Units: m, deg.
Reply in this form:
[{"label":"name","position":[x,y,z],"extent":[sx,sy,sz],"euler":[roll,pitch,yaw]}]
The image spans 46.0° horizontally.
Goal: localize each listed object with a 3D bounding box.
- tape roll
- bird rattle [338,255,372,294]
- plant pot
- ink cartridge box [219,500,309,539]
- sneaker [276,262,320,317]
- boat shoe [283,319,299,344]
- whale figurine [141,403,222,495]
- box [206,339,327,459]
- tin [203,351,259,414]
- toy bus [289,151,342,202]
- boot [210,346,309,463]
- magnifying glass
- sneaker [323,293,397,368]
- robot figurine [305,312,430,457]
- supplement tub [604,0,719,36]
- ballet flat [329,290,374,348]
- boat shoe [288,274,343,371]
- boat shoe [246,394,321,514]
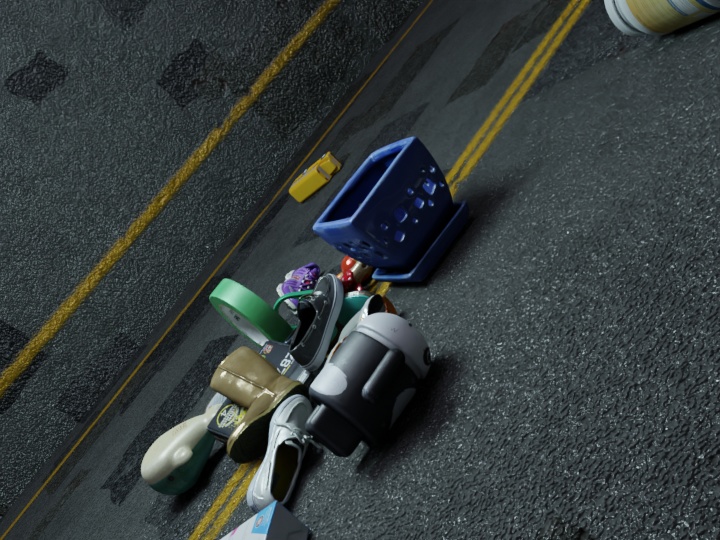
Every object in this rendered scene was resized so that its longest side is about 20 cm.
[{"label":"tape roll","position":[-0.219,0.100,1.738],"extent":[0.048,0.200,0.200],"euler":[-52,17,-17]},{"label":"bird rattle","position":[0.000,0.000,1.662],"extent":[0.202,0.111,0.163],"euler":[-63,6,-7]},{"label":"plant pot","position":[0.062,-0.092,1.492],"extent":[0.201,0.180,0.199],"euler":[-52,16,-16]},{"label":"ink cartridge box","position":[-0.163,0.406,1.111],"extent":[0.199,0.068,0.116],"euler":[-39,18,27]},{"label":"sneaker","position":[-0.131,0.032,1.900],"extent":[0.083,0.081,0.201],"euler":[-35,18,18]},{"label":"boat shoe","position":[-0.096,0.095,1.678],"extent":[0.075,0.062,0.201],"euler":[-31,22,50]},{"label":"whale figurine","position":[-0.325,0.348,1.634],"extent":[0.199,0.104,0.159],"euler":[-40,15,-7]},{"label":"box","position":[-0.158,0.223,1.482],"extent":[0.160,0.049,0.201],"euler":[10,56,44]},{"label":"tin","position":[-0.258,0.251,1.787],"extent":[0.200,0.042,0.112],"euler":[-46,12,9]},{"label":"toy bus","position":[-0.145,-0.301,2.740],"extent":[0.199,0.065,0.079],"euler":[-31,23,45]},{"label":"boot","position":[-0.195,0.222,1.424],"extent":[0.175,0.067,0.199],"euler":[-39,34,-25]},{"label":"magnifying glass","position":[-0.098,0.057,1.777],"extent":[0.198,0.080,0.022],"euler":[-33,15,14]},{"label":"sneaker","position":[-0.011,0.131,1.379],"extent":[0.092,0.076,0.201],"euler":[-41,8,47]},{"label":"robot figurine","position":[0.011,0.155,1.153],"extent":[0.149,0.125,0.201],"euler":[20,66,47]},{"label":"supplement tub","position":[0.480,-0.444,1.285],"extent":[0.145,0.145,0.199],"euler":[-52,17,-17]},{"label":"ballet flat","position":[-0.036,0.084,1.549],"extent":[0.199,0.068,0.069],"euler":[-37,10,32]},{"label":"boat shoe","position":[-0.084,0.077,1.475],"extent":[0.069,0.066,0.202],"euler":[-23,39,41]},{"label":"boat shoe","position":[-0.104,0.266,1.275],"extent":[0.086,0.074,0.203],"euler":[-33,24,43]}]
